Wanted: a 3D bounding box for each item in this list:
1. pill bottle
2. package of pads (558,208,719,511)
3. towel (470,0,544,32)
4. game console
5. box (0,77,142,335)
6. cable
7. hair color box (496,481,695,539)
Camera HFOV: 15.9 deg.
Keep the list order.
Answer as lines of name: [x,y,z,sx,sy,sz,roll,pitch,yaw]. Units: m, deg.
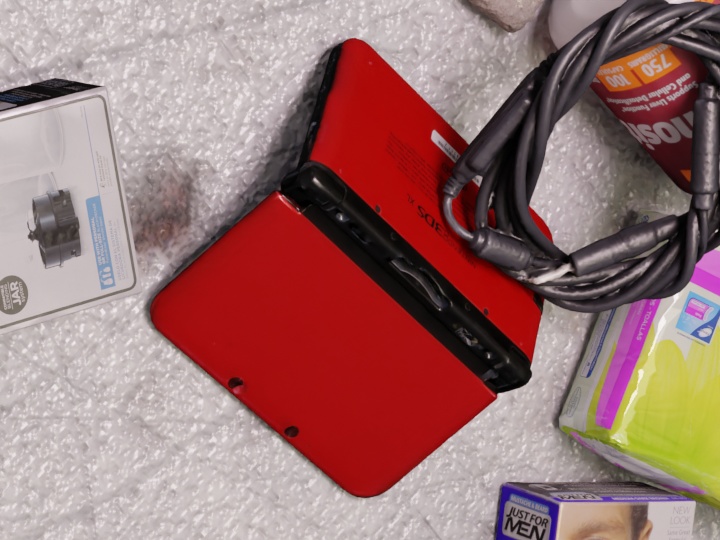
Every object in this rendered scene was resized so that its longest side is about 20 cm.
pill bottle: [0.211,-0.110,1.532,0.200,0.113,0.113,44,74,-30]
package of pads: [0.230,0.070,1.603,0.200,0.068,0.155,25,84,-33]
towel: [0.099,-0.251,1.483,0.132,0.034,0.200,38,78,-31]
game console: [0.000,0.000,1.471,0.200,0.119,0.173,43,44,-31]
box: [-0.218,-0.019,1.298,0.200,0.060,0.117,-16,106,-30]
cable: [0.154,-0.064,1.445,0.163,0.051,0.200,34,104,-23]
hair color box: [0.135,0.232,1.573,0.109,0.065,0.200,3,95,-33]
